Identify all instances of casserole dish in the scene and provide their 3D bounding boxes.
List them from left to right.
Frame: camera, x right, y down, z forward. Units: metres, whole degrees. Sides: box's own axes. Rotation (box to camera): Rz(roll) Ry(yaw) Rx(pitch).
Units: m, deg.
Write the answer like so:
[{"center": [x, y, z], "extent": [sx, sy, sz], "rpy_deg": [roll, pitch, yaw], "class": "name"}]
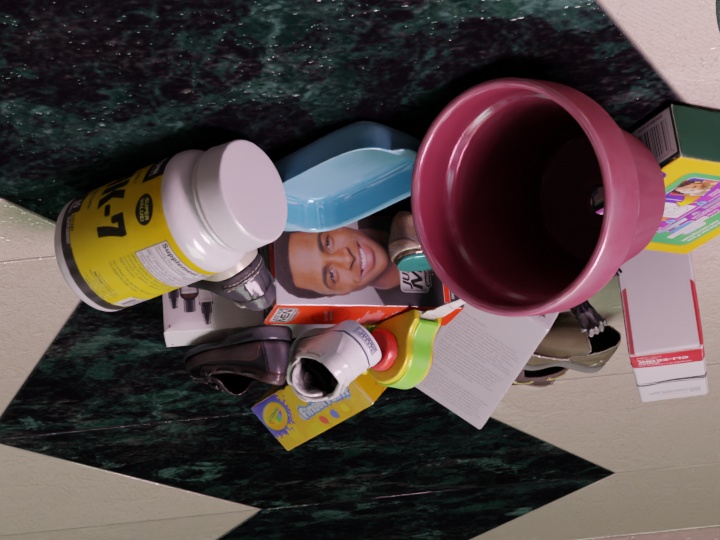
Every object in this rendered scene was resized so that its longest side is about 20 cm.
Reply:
[{"center": [-0.019, -0.087, 1.390], "extent": [0.121, 0.039, 0.199], "rpy_deg": [15, 150, -43], "class": "casserole dish"}]

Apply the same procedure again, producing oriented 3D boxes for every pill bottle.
[{"center": [-0.171, -0.042, 1.361], "extent": [0.199, 0.115, 0.114], "rpy_deg": [-19, 155, 31], "class": "pill bottle"}]

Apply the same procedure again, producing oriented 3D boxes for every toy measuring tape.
[{"center": [0.064, 0.075, 1.504], "extent": [0.073, 0.074, 0.199], "rpy_deg": [13, 155, -40], "class": "toy measuring tape"}]

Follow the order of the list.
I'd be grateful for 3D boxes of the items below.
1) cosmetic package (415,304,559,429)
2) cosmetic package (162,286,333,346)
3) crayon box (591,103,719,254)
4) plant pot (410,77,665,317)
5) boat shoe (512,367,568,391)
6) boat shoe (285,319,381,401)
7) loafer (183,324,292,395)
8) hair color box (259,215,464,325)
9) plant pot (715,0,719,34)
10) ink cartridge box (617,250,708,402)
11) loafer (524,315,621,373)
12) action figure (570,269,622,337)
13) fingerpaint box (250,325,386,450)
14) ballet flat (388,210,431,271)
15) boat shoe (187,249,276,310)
[{"center": [0.136, 0.072, 1.618], "extent": [0.101, 0.071, 0.200], "rpy_deg": [33, 139, 5], "class": "cosmetic package"}, {"center": [-0.112, 0.030, 1.612], "extent": [0.198, 0.083, 0.051], "rpy_deg": [-4, 160, -5], "class": "cosmetic package"}, {"center": [0.310, -0.084, 1.456], "extent": [0.172, 0.059, 0.200], "rpy_deg": [5, 157, -28], "class": "crayon box"}, {"center": [0.171, -0.064, 1.314], "extent": [0.199, 0.201, 0.179], "rpy_deg": [-21, 170, 35], "class": "plant pot"}, {"center": [0.192, 0.119, 1.945], "extent": [0.199, 0.072, 0.059], "rpy_deg": [8, 150, -41], "class": "boat shoe"}, {"center": [-0.046, 0.100, 1.537], "extent": [0.065, 0.074, 0.200], "rpy_deg": [-40, 179, -25], "class": "boat shoe"}, {"center": [-0.134, 0.105, 1.590], "extent": [0.071, 0.063, 0.200], "rpy_deg": [3, 165, -30], "class": "loafer"}, {"center": [0.000, 0.000, 1.534], "extent": [0.199, 0.102, 0.061], "rpy_deg": [0, 160, -17], "class": "hair color box"}, {"center": [0.330, -0.188, 1.038], "extent": [0.199, 0.202, 0.134], "rpy_deg": [3, -175, -22], "class": "plant pot"}, {"center": [0.342, 0.053, 1.699], "extent": [0.083, 0.145, 0.200], "rpy_deg": [-9, 159, 12], "class": "ink cartridge box"}, {"center": [0.248, 0.080, 1.871], "extent": [0.199, 0.076, 0.070], "rpy_deg": [6, 145, -40], "class": "loafer"}, {"center": [0.212, 0.031, 1.673], "extent": [0.118, 0.103, 0.200], "rpy_deg": [-11, 160, -18], "class": "action figure"}, {"center": [-0.012, 0.106, 1.720], "extent": [0.167, 0.073, 0.200], "rpy_deg": [-46, -173, -38], "class": "fingerpaint box"}, {"center": [0.123, -0.037, 1.516], "extent": [0.199, 0.068, 0.068], "rpy_deg": [2, 153, -21], "class": "ballet flat"}, {"center": [-0.134, 0.006, 1.467], "extent": [0.073, 0.063, 0.200], "rpy_deg": [-40, -164, -14], "class": "boat shoe"}]
